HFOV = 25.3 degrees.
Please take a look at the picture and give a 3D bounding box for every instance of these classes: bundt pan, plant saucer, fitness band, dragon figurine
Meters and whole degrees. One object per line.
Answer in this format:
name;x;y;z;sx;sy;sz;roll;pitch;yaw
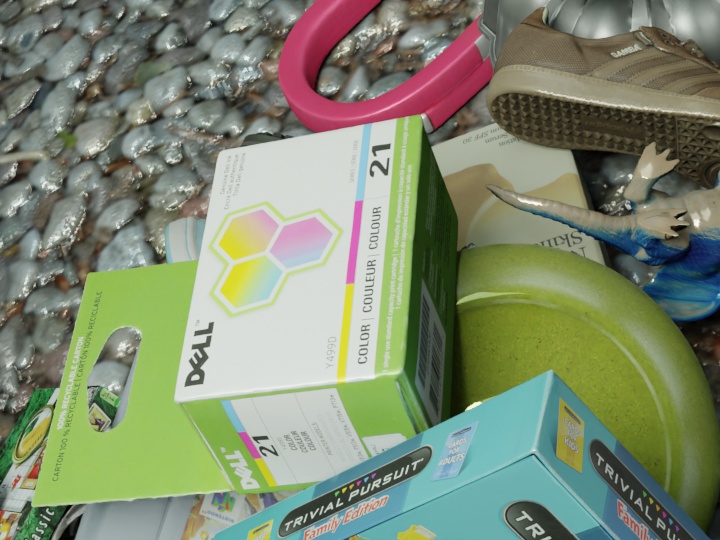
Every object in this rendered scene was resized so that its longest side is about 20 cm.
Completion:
bundt pan;0.165;-0.182;0.965;0.199;0.076;0.204;-5;59;9
plant saucer;0.072;0.087;0.753;0.197;0.031;0.203;0;86;4
fitness band;0.036;-0.163;1.068;0.200;0.038;0.143;-43;47;-11
dragon figurine;0.163;-0.012;0.822;0.197;0.100;0.059;-7;53;-9

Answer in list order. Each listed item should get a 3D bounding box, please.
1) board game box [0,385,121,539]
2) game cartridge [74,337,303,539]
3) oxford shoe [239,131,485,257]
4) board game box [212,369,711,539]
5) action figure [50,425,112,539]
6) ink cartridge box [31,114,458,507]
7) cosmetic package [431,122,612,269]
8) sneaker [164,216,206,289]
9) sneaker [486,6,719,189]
board game box;-0.209;0.157;0.913;0.104;0.023;0.202;-13;46;58
game cartridge;-0.037;0.129;0.797;0.198;0.042;0.135;19;90;3
oxford shoe;0.000;0.000;0.818;0.199;0.073;0.085;38;83;25
board game box;0.047;0.142;0.681;0.199;0.151;0.047;-30;25;35
action figure;-0.080;0.099;0.872;0.197;0.119;0.103;-11;89;11
ink cartridge box;-0.061;0.022;0.729;0.197;0.076;0.149;-8;49;15
cosmetic package;0.090;0.015;0.881;0.104;0.071;0.202;-20;49;10
sneaker;-0.035;-0.011;0.904;0.129;0.080;0.200;-17;9;5
sneaker;0.170;-0.097;0.863;0.198;0.071;0.076;15;62;9
